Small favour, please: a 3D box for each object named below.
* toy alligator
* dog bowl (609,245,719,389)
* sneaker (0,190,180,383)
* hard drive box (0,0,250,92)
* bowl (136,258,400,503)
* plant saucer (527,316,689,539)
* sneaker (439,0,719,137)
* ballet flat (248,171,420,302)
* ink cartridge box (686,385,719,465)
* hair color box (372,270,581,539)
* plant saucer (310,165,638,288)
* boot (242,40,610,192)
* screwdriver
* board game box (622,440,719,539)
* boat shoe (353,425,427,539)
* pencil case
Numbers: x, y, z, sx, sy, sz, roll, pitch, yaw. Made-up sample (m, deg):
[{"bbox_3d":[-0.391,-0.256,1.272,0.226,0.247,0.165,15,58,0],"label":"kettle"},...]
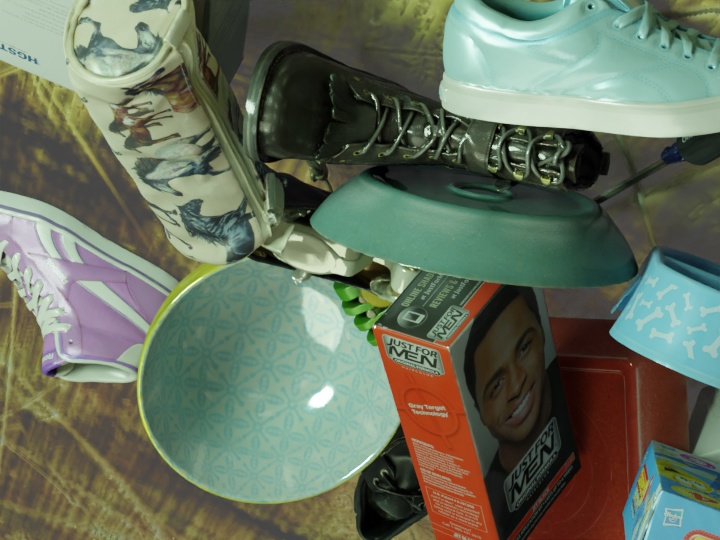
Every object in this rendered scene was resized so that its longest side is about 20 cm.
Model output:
[{"bbox_3d":[0.000,0.000,1.265,0.054,0.059,0.200,-33,111,14],"label":"toy alligator"},{"bbox_3d":[0.206,0.028,1.079,0.111,0.050,0.200,21,-172,6],"label":"dog bowl"},{"bbox_3d":[-0.248,0.018,1.458,0.200,0.115,0.073,26,153,2],"label":"sneaker"},{"bbox_3d":[-0.145,-0.183,1.084,0.155,0.077,0.200,23,151,3],"label":"hard drive box"},{"bbox_3d":[-0.068,0.059,1.364,0.200,0.200,0.108,38,-168,-21],"label":"bowl"},{"bbox_3d":[0.132,0.134,1.288,0.199,0.201,0.037,2,-173,38],"label":"plant saucer"},{"bbox_3d":[0.139,-0.119,0.974,0.199,0.074,0.082,2,114,10],"label":"sneaker"},{"bbox_3d":[0.008,-0.009,1.194,0.199,0.073,0.073,17,152,-5],"label":"ballet flat"},{"bbox_3d":[0.330,0.145,1.254,0.200,0.067,0.116,34,150,-16],"label":"ink cartridge box"},{"bbox_3d":[0.078,0.083,1.180,0.061,0.102,0.201,16,140,35],"label":"hair color box"},{"bbox_3d":[0.070,-0.033,1.104,0.199,0.036,0.200,7,-167,-2],"label":"plant saucer"},{"bbox_3d":[0.043,-0.081,1.054,0.173,0.070,0.200,14,-170,26],"label":"boot"},{"bbox_3d":[0.172,-0.064,1.091,0.029,0.028,0.200,62,152,-3],"label":"screwdriver"},{"bbox_3d":[0.262,0.176,1.122,0.199,0.056,0.196,20,-175,5],"label":"board game box"},{"bbox_3d":[0.034,0.180,1.545,0.074,0.066,0.199,30,151,-6],"label":"boat shoe"},{"bbox_3d":[-0.102,-0.084,1.055,0.089,0.078,0.200,8,150,22],"label":"pencil case"}]
